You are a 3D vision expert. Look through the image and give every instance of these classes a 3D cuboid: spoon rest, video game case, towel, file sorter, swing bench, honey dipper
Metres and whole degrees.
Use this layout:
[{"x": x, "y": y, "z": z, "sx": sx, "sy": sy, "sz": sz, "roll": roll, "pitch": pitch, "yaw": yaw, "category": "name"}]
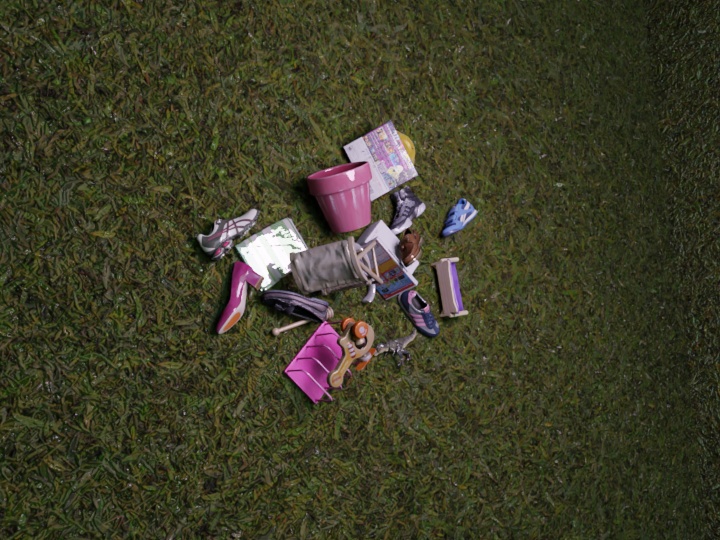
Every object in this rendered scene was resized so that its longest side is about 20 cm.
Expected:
[{"x": 0.000, "y": 0.000, "z": 1.772, "sx": 0.060, "sy": 0.098, "sz": 0.202, "roll": -37, "pitch": 115, "yaw": -41, "category": "spoon rest"}, {"x": 0.068, "y": -0.004, "z": 1.778, "sx": 0.200, "sy": 0.142, "sz": 0.018, "roll": 48, "pitch": 43, "yaw": -16, "category": "video game case"}, {"x": -0.249, "y": -0.052, "z": 1.651, "sx": 0.199, "sy": 0.023, "sz": 0.154, "roll": -35, "pitch": 99, "yaw": -31, "category": "towel"}, {"x": -0.091, "y": 0.261, "z": 1.629, "sx": 0.139, "sy": 0.125, "sz": 0.200, "roll": 49, "pitch": 59, "yaw": -16, "category": "file sorter"}, {"x": -0.066, "y": -0.006, "z": 1.612, "sx": 0.200, "sy": 0.196, "sz": 0.132, "roll": 3, "pitch": 75, "yaw": -67, "category": "swing bench"}, {"x": 0.066, "y": -0.358, "z": 1.856, "sx": 0.180, "sy": 0.036, "sz": 0.202, "roll": -29, "pitch": 97, "yaw": 1, "category": "video game case"}, {"x": -0.170, "y": 0.153, "z": 1.655, "sx": 0.198, "sy": 0.038, "sz": 0.038, "roll": -20, "pitch": 91, "yaw": -32, "category": "honey dipper"}]

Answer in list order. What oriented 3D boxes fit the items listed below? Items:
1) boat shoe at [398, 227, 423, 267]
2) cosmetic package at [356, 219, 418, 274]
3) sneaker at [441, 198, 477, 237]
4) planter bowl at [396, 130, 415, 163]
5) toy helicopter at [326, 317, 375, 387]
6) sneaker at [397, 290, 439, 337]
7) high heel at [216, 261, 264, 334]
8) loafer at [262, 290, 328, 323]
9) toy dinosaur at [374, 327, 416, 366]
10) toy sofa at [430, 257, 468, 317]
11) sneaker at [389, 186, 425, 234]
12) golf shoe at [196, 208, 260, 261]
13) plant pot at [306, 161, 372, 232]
[{"x": 0.149, "y": -0.075, "z": 1.776, "sx": 0.068, "sy": 0.072, "sz": 0.200, "roll": 50, "pitch": 20, "yaw": -13, "category": "boat shoe"}, {"x": 0.083, "y": -0.050, "z": 1.832, "sx": 0.200, "sy": 0.081, "sz": 0.113, "roll": 46, "pitch": 58, "yaw": -18, "category": "cosmetic package"}, {"x": 0.343, "y": -0.188, "z": 2.040, "sx": 0.083, "sy": 0.074, "sz": 0.200, "roll": 55, "pitch": 50, "yaw": -10, "category": "sneaker"}, {"x": 0.126, "y": -0.405, "z": 1.931, "sx": 0.198, "sy": 0.083, "sz": 0.204, "roll": 8, "pitch": 76, "yaw": -32, "category": "planter bowl"}, {"x": -0.025, "y": 0.239, "z": 1.573, "sx": 0.132, "sy": 0.078, "sz": 0.201, "roll": 43, "pitch": 70, "yaw": -31, "category": "toy helicopter"}, {"x": 0.209, "y": 0.146, "z": 1.875, "sx": 0.200, "sy": 0.082, "sz": 0.070, "roll": 46, "pitch": 60, "yaw": -18, "category": "sneaker"}, {"x": -0.355, "y": 0.072, "z": 1.546, "sx": 0.095, "sy": 0.067, "sz": 0.201, "roll": 29, "pitch": 78, "yaw": 12, "category": "high heel"}, {"x": -0.185, "y": 0.104, "z": 1.616, "sx": 0.197, "sy": 0.072, "sz": 0.064, "roll": 13, "pitch": 61, "yaw": -21, "category": "loafer"}, {"x": 0.128, "y": 0.255, "z": 1.826, "sx": 0.198, "sy": 0.047, "sz": 0.089, "roll": -17, "pitch": 83, "yaw": -38, "category": "toy dinosaur"}, {"x": 0.317, "y": 0.058, "z": 1.956, "sx": 0.082, "sy": 0.097, "sz": 0.203, "roll": -5, "pitch": 82, "yaw": -33, "category": "toy sofa"}, {"x": 0.132, "y": -0.203, "z": 1.903, "sx": 0.114, "sy": 0.075, "sz": 0.200, "roll": 54, "pitch": 52, "yaw": -12, "category": "sneaker"}, {"x": -0.359, "y": -0.118, "z": 1.562, "sx": 0.088, "sy": 0.077, "sz": 0.200, "roll": 46, "pitch": 59, "yaw": -9, "category": "golf shoe"}, {"x": -0.049, "y": -0.221, "z": 1.726, "sx": 0.199, "sy": 0.199, "sz": 0.181, "roll": -26, "pitch": 110, "yaw": -34, "category": "plant pot"}]
